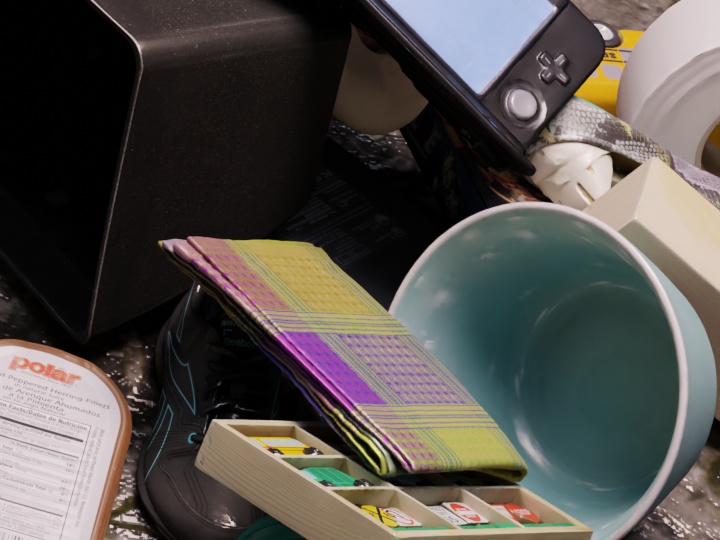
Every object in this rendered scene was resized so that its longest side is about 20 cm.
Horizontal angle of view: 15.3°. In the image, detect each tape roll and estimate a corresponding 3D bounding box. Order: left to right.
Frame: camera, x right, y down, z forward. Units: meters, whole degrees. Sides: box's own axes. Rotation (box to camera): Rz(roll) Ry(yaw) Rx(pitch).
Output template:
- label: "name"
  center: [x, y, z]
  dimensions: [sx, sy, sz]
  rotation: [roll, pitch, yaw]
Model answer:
- label: "tape roll"
  center: [0.265, -0.091, 1.719]
  dimensions: [0.202, 0.203, 0.071]
  rotation: [14, 38, -9]

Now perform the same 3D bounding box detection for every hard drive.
- label: "hard drive"
  center: [0.000, 0.000, 1.622]
  dimensions: [0.200, 0.033, 0.140]
  rotation: [39, 41, 22]

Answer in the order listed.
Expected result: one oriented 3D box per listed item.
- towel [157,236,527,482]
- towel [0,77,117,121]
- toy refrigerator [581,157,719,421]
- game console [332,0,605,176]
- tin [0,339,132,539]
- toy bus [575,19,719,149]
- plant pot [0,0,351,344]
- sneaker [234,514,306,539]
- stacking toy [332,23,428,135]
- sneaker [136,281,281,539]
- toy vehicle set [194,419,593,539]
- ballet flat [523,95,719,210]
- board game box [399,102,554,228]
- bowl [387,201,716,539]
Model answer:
- label: "towel"
  center: [-0.007, 0.045, 1.435]
  dimensions: [0.200, 0.023, 0.144]
  rotation: [44, 19, 26]
- label: "towel"
  center: [-0.253, -0.130, 1.649]
  dimensions: [0.200, 0.049, 0.112]
  rotation: [-5, 45, -31]
- label: "toy refrigerator"
  center: [0.217, 0.028, 1.596]
  dimensions: [0.200, 0.076, 0.070]
  rotation: [39, 40, -13]
- label: "game console"
  center: [0.053, -0.161, 1.547]
  dimensions: [0.200, 0.116, 0.176]
  rotation: [46, 61, -6]
- label: "tin"
  center: [-0.182, 0.111, 1.401]
  dimensions: [0.112, 0.042, 0.200]
  rotation: [20, 37, -8]
- label: "toy bus"
  center: [0.195, -0.120, 1.833]
  dimensions: [0.200, 0.065, 0.078]
  rotation: [3, 41, -22]
- label: "plant pot"
  center: [-0.122, -0.106, 1.543]
  dimensions: [0.177, 0.200, 0.200]
  rotation: [-14, 43, -36]
- label: "sneaker"
  center: [0.000, 0.173, 1.346]
  dimensions: [0.200, 0.084, 0.121]
  rotation: [2, 33, 16]
- label: "stacking toy"
  center: [-0.058, -0.152, 1.689]
  dimensions: [0.200, 0.146, 0.146]
  rotation: [-4, 21, 38]
- label: "sneaker"
  center: [-0.080, 0.072, 1.462]
  dimensions: [0.075, 0.079, 0.200]
  rotation: [8, 41, -16]
- label: "toy vehicle set"
  center: [0.021, 0.117, 1.376]
  dimensions: [0.124, 0.027, 0.200]
  rotation: [30, 12, 30]
- label: "ballet flat"
  center: [0.160, -0.052, 1.657]
  dimensions: [0.200, 0.072, 0.072]
  rotation: [25, 35, -21]
- label: "board game box"
  center: [0.109, -0.034, 1.675]
  dimensions: [0.135, 0.035, 0.200]
  rotation: [18, 31, -34]
- label: "bowl"
  center: [0.119, 0.064, 1.495]
  dimensions: [0.201, 0.201, 0.105]
  rotation: [46, 24, 28]
